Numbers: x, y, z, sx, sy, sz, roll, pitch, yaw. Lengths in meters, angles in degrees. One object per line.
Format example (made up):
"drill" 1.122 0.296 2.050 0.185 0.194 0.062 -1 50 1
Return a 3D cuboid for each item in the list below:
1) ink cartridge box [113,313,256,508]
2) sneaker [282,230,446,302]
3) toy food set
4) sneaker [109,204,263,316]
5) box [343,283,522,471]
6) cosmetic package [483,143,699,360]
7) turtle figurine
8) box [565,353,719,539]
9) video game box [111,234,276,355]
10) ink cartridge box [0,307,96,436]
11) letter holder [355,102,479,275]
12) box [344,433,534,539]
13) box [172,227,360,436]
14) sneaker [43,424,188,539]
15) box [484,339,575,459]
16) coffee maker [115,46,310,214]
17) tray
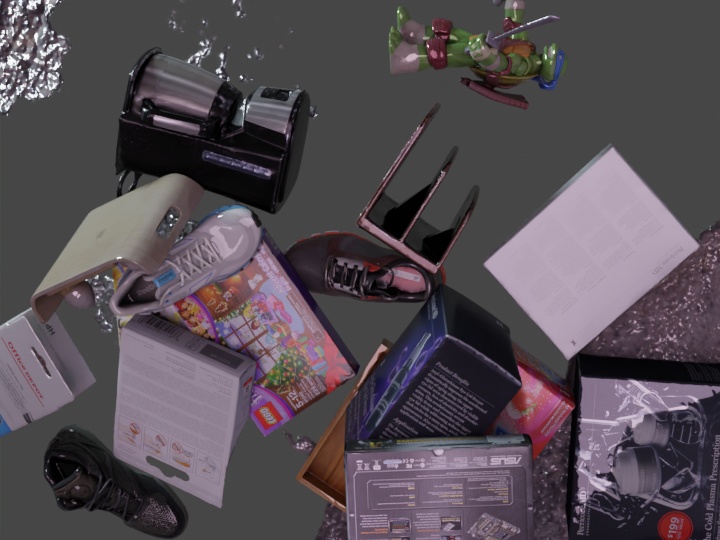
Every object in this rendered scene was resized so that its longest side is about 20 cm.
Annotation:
"ink cartridge box" -0.209 0.164 1.511 0.160 0.050 0.202 22 126 16
"sneaker" 0.000 0.000 1.487 0.197 0.082 0.078 3 101 6
"toy food set" -0.269 -0.020 1.426 0.198 0.144 0.061 -20 122 37
"sneaker" -0.194 0.000 1.421 0.199 0.087 0.075 -33 94 14
"box" 0.077 0.140 1.423 0.104 0.148 0.201 32 107 -11
"cosmetic package" 0.262 -0.021 1.468 0.200 0.052 0.151 -42 91 12
"turtle figurine" 0.130 -0.274 1.393 0.191 0.200 0.146 2 67 10
"box" 0.332 0.209 1.476 0.179 0.104 0.203 3 101 7
"video game box" -0.194 0.054 1.540 0.197 0.047 0.185 -3 98 7
"ink cartridge box" -0.389 0.112 1.512 0.199 0.068 0.117 -24 99 46
"letter holder" 0.082 -0.097 1.398 0.100 0.200 0.143 32 102 0
"box" 0.084 0.256 1.345 0.197 0.048 0.161 -3 98 2
"box" -0.111 0.072 1.491 0.136 0.039 0.201 -34 96 13
"sneaker" -0.304 0.275 1.561 0.199 0.114 0.076 39 104 -4
"box" 0.153 0.193 1.498 0.099 0.096 0.201 35 103 -2
"coffee maker" -0.168 -0.140 1.471 0.197 0.136 0.193 18 137 4
"tray" 0.015 0.193 1.546 0.098 0.037 0.201 32 103 0
